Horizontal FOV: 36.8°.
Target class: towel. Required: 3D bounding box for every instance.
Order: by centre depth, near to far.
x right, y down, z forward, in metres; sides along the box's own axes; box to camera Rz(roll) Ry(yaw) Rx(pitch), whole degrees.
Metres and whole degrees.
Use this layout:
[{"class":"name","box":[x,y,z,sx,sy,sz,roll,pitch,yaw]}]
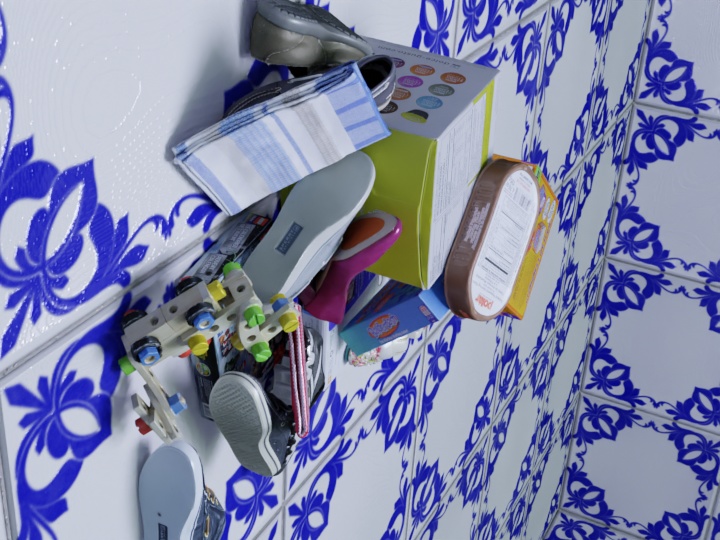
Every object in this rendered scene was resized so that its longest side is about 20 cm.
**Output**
[{"class":"towel","box":[-0.074,-0.126,1.080,0.147,0.199,0.024,54,12,-64]},{"class":"towel","box":[-0.073,0.109,1.224,0.200,0.022,0.146,129,-45,-86]}]

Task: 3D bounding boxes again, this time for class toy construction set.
[{"class":"toy construction set","box":[-0.158,0.073,1.060,0.200,0.092,0.131,-44,147,-7]}]

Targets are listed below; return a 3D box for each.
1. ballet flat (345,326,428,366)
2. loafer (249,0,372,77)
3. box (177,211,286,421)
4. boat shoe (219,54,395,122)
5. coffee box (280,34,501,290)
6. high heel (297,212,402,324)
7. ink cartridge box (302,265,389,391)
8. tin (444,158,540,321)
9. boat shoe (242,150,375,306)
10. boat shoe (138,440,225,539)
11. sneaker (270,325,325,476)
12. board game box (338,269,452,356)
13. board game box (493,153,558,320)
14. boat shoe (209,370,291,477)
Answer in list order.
[{"class":"ballet flat","box":[0.049,0.085,1.538,0.200,0.064,0.076,-39,143,-55]},{"class":"loafer","box":[-0.059,-0.245,1.168,0.070,0.075,0.200,-56,154,18]},{"class":"box","box":[-0.138,0.055,1.205,0.137,0.040,0.201,-53,150,-43]},{"class":"boat shoe","box":[-0.052,-0.178,1.108,0.199,0.073,0.063,-20,167,-20]},{"class":"coffee box","box":[0.034,-0.131,1.276,0.198,0.198,0.201,-49,149,-47]},{"class":"high heel","box":[0.000,0.000,1.225,0.096,0.199,0.068,39,53,-23]},{"class":"ink cartridge box","box":[-0.017,0.030,1.473,0.200,0.043,0.199,-46,147,-48]},{"class":"tin","box":[0.160,-0.036,1.294,0.112,0.042,0.201,29,77,-47]},{"class":"boat shoe","box":[-0.055,-0.042,1.168,0.201,0.070,0.072,-52,165,-5]},{"class":"boat shoe","box":[-0.191,0.250,1.183,0.091,0.070,0.201,-42,149,-54]},{"class":"sneaker","box":[-0.084,0.163,1.374,0.090,0.066,0.202,4,99,-65]},{"class":"board game box","box":[0.075,0.027,1.387,0.152,0.045,0.200,-46,-171,-34]},{"class":"board game box","box":[0.164,-0.061,1.639,0.200,0.199,0.201,33,74,-67]},{"class":"boat shoe","box":[-0.116,0.158,1.186,0.062,0.074,0.201,-61,158,-29]}]
